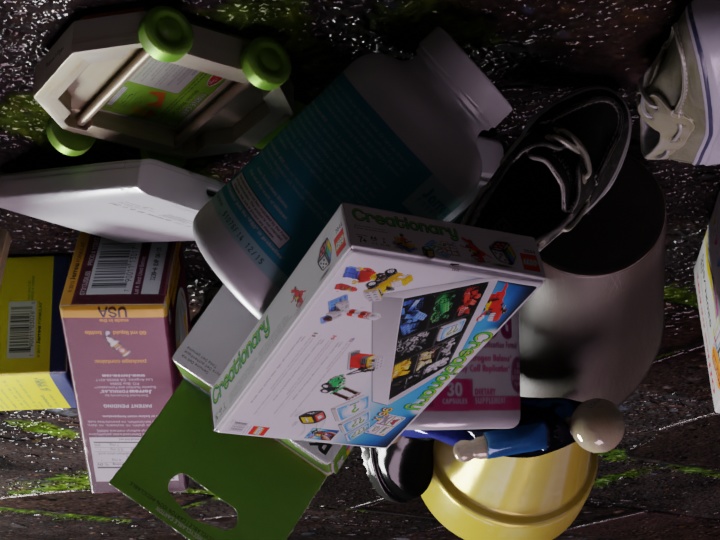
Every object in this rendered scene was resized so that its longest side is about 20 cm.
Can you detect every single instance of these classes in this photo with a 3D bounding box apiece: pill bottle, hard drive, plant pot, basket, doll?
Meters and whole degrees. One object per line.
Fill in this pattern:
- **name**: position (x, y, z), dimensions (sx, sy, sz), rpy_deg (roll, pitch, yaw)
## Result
- **pill bottle**: position (0.056, 0.011, 0.944), dimensions (0.112, 0.202, 0.113), rpy_deg (-1, 175, 0)
- **hard drive**: position (-0.161, -0.047, 0.957), dimensions (0.131, 0.026, 0.199), rpy_deg (18, 169, -42)
- **plant pot**: position (0.167, 0.169, 1.429), dimensions (0.199, 0.202, 0.189), rpy_deg (1, 143, -8)
- **basket**: position (0.175, 0.003, 1.044), dimensions (0.135, 0.181, 0.200), rpy_deg (24, 156, 19)
- **pill bottle**: position (-0.001, -0.057, 0.831), dimensions (0.200, 0.111, 0.111), rpy_deg (-43, 148, 8)
- **doll**: position (0.109, 0.118, 1.018), dimensions (0.199, 0.049, 0.136), rpy_deg (0, -172, 38)

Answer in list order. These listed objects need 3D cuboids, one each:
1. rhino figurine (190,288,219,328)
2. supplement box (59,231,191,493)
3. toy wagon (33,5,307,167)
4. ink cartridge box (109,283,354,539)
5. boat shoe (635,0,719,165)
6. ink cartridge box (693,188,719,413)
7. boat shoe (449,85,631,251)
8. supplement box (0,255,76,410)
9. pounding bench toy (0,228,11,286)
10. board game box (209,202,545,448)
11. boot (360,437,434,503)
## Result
- **rhino figurine**: position (-0.144, 0.064, 1.220), dimensions (0.199, 0.088, 0.060), rpy_deg (-8, 127, 14)
- **supplement box**: position (-0.187, 0.076, 1.109), dimensions (0.085, 0.111, 0.201), rpy_deg (-1, 126, 1)
- **toy wagon**: position (-0.106, -0.109, 0.864), dimensions (0.199, 0.040, 0.155), rpy_deg (11, 155, -33)
- **ink cartridge box**: position (-0.081, 0.113, 1.012), dimensions (0.147, 0.201, 0.076), rpy_deg (32, 166, 8)
- **boat shoe**: position (0.209, -0.109, 0.854), dimensions (0.062, 0.072, 0.200), rpy_deg (-9, 161, 10)
- **ink cartridge box**: position (0.365, 0.020, 1.098), dimensions (0.144, 0.148, 0.200), rpy_deg (-4, 158, 5)
- **boat shoe**: position (0.120, -0.055, 0.850), dimensions (0.071, 0.200, 0.064), rpy_deg (43, 153, -1)
- **supplement box**: position (-0.346, 0.058, 1.172), dimensions (0.198, 0.110, 0.109), rpy_deg (-2, 159, -3)
- **pounding bench toy**: position (-0.381, -0.009, 0.967), dimensions (0.198, 0.125, 0.156), rpy_deg (6, 159, 4)
- **board game box**: position (0.004, 0.041, 0.795), dimensions (0.126, 0.035, 0.200), rpy_deg (9, 141, -27)
- **boot**: position (0.078, 0.161, 1.338), dimensions (0.157, 0.079, 0.212), rpy_deg (12, 126, 36)
